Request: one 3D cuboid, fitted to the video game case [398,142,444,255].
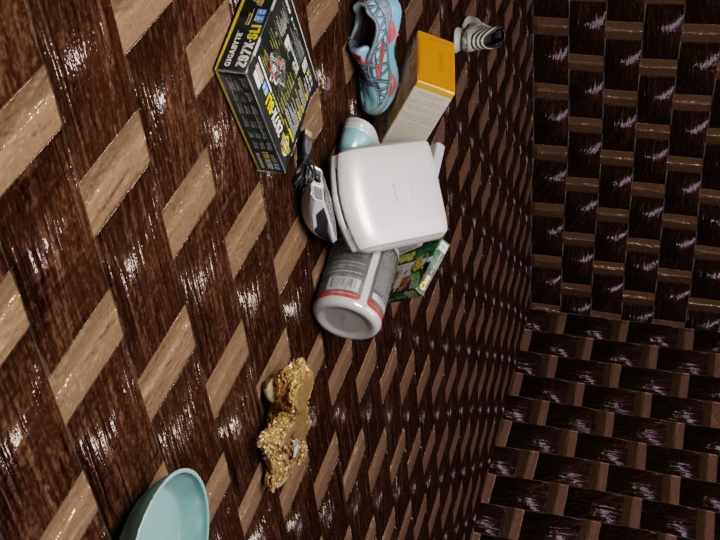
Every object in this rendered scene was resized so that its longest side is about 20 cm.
[{"bbox_3d":[0.066,-0.111,1.898,0.022,0.181,0.203,28,62,-27],"label":"video game case"}]

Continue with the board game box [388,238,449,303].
[{"bbox_3d":[0.065,0.009,1.815,0.023,0.199,0.106,41,62,-19],"label":"board game box"}]

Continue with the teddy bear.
[{"bbox_3d":[-0.114,0.224,1.576,0.202,0.066,0.146,89,26,-44],"label":"teddy bear"}]

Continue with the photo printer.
[{"bbox_3d":[0.039,-0.118,1.711,0.198,0.069,0.169,-11,88,-41],"label":"photo printer"}]

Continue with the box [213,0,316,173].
[{"bbox_3d":[-0.116,-0.250,1.388,0.201,0.048,0.162,70,33,-57],"label":"box"}]

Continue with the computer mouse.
[{"bbox_3d":[-0.072,-0.110,1.592,0.201,0.043,0.111,74,8,-52],"label":"computer mouse"}]

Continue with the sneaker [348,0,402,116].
[{"bbox_3d":[0.009,-0.353,1.775,0.095,0.078,0.204,-20,119,-47],"label":"sneaker"}]

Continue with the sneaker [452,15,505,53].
[{"bbox_3d":[0.289,-0.550,2.549,0.201,0.113,0.077,-53,146,-60],"label":"sneaker"}]

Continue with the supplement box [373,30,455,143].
[{"bbox_3d":[0.087,-0.286,1.838,0.201,0.072,0.128,122,-23,-48],"label":"supplement box"}]

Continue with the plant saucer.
[{"bbox_3d":[-0.229,0.323,1.218,0.200,0.035,0.204,6,90,-73],"label":"plant saucer"}]

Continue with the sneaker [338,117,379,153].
[{"bbox_3d":[0.004,-0.171,1.811,0.200,0.073,0.083,52,54,-56],"label":"sneaker"}]

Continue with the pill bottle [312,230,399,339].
[{"bbox_3d":[0.000,0.000,1.765,0.117,0.114,0.202,73,29,-54],"label":"pill bottle"}]
